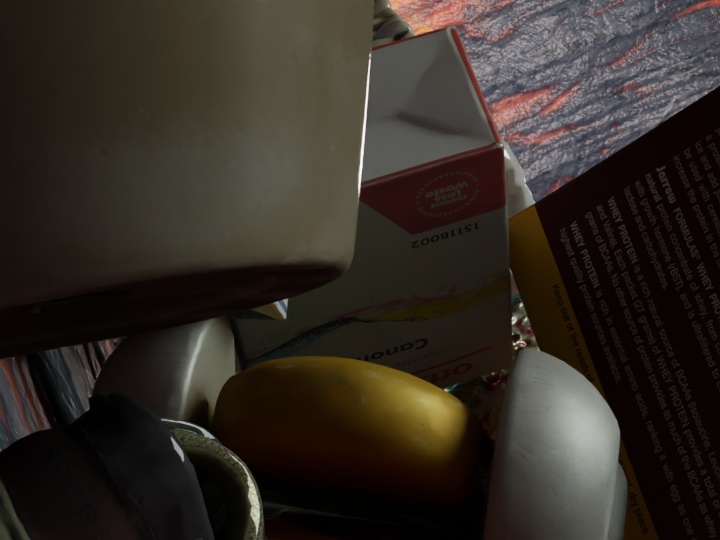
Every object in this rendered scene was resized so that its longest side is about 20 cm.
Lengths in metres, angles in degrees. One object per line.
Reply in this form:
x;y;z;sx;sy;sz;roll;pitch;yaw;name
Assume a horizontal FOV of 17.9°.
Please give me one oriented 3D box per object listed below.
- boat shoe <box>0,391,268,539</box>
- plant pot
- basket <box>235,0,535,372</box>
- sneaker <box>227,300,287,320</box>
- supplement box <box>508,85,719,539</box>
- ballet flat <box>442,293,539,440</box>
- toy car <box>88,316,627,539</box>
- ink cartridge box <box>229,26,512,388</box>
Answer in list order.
-0.054;0.070;0.569;0.072;0.065;0.200;62;-1;13;boat shoe
-0.073;-0.074;0.475;0.200;0.198;0.175;63;16;-85;plant pot
-0.020;-0.008;1.131;0.161;0.199;0.199;61;-2;37;basket
-0.074;-0.067;0.734;0.199;0.080;0.116;45;53;-52;sneaker
0.193;0.032;0.896;0.133;0.199;0.198;30;35;-49;supplement box
0.067;0.071;1.014;0.200;0.064;0.076;-45;141;-52;ballet flat
-0.002;0.104;0.784;0.200;0.174;0.151;64;33;-72;toy car
0.000;0.000;0.940;0.200;0.116;0.068;80;-8;-57;ink cartridge box
